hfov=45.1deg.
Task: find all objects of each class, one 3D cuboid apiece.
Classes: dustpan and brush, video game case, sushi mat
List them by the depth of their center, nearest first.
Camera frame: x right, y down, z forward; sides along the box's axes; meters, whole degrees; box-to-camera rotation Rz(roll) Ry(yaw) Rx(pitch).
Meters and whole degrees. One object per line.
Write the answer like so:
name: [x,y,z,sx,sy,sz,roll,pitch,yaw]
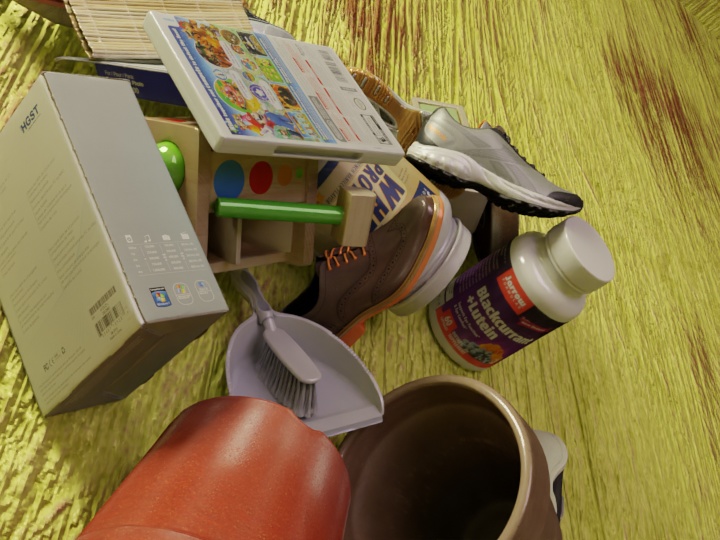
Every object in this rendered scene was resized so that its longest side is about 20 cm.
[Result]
video game case: [-0.066,-0.148,0.720,0.200,0.018,0.143,-3,53,-46]
dustpan and brush: [-0.077,0.065,0.781,0.139,0.057,0.200,-8,37,-33]
sushi mat: [-0.186,-0.243,0.830,0.200,0.012,0.096,-14,76,-45]

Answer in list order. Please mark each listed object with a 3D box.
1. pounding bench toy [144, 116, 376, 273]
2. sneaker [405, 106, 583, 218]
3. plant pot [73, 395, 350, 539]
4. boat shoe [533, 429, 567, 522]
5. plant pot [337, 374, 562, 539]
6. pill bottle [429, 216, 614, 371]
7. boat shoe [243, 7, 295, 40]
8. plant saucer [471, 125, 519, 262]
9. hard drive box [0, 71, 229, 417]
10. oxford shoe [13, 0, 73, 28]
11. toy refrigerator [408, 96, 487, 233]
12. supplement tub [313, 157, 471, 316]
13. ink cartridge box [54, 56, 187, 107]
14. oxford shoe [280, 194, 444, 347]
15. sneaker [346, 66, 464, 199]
pounding bench toy: [-0.106,-0.060,0.717,0.156,0.200,0.124,-12,111,-51]
sneaker: [0.151,-0.111,0.923,0.200,0.074,0.079,23,85,-9]
plant pot: [-0.099,0.197,0.562,0.201,0.201,0.195,44,29,-12]
boat shoe: [0.185,0.240,0.927,0.200,0.074,0.060,-64,154,-67]
plant pot: [0.092,0.219,0.765,0.175,0.200,0.200,46,32,-41]
pill bottle: [0.182,0.025,0.983,0.111,0.200,0.112,28,43,-29]
boat shoe: [-0.155,-0.280,0.976,0.200,0.072,0.071,6,60,-42]
plant saucer: [0.165,-0.082,1.101,0.032,0.200,0.200,-5,55,-2]
hard drive box: [-0.203,-0.018,0.640,0.077,0.156,0.200,-8,68,-50]
oxford shoe: [-0.257,-0.263,0.848,0.200,0.075,0.071,17,79,-44]
toy refrigerator: [0.103,-0.140,1.098,0.076,0.070,0.200,8,41,-12]
supplement tub: [0.004,-0.059,0.906,0.200,0.144,0.145,39,38,-17]
ink cartridge box: [-0.147,-0.178,0.824,0.200,0.199,0.041,-19,118,-52]
oxford shoe: [0.000,0.000,0.809,0.073,0.200,0.071,30,23,-24]
sneaker: [0.044,-0.161,0.980,0.200,0.076,0.088,40,6,-15]
